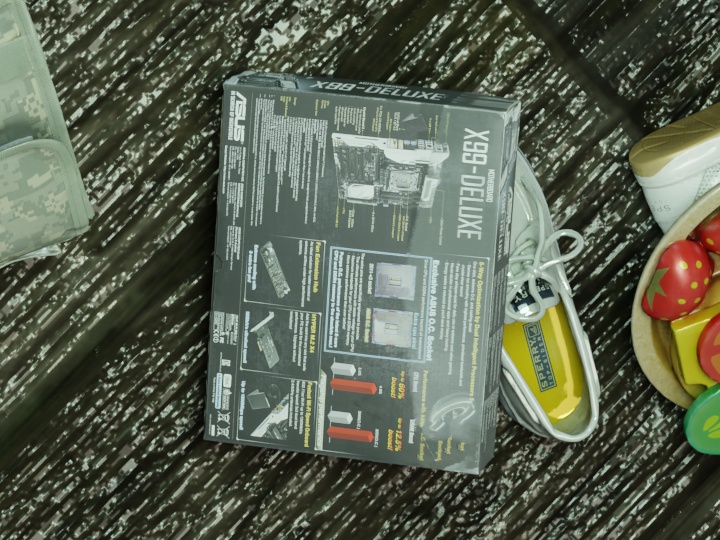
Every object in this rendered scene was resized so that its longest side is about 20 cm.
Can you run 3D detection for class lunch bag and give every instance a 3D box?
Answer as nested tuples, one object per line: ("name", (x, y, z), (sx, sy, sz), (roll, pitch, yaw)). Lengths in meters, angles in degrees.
("lunch bag", (-0.238, -0.075, 1.543), (0.163, 0.118, 0.201), (-21, 113, -10))

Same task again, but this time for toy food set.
("toy food set", (0.249, 0.014, 1.713), (0.199, 0.049, 0.199), (-22, 132, -4))

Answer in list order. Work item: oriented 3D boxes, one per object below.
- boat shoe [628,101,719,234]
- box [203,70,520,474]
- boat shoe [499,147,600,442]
("boat shoe", (0.253, -0.075, 1.721), (0.199, 0.071, 0.070), (-23, 108, -2))
("box", (0.000, 0.000, 1.628), (0.157, 0.050, 0.202), (6, 101, 13))
("boat shoe", (0.087, 0.007, 1.675), (0.074, 0.086, 0.203), (-21, 107, -12))
